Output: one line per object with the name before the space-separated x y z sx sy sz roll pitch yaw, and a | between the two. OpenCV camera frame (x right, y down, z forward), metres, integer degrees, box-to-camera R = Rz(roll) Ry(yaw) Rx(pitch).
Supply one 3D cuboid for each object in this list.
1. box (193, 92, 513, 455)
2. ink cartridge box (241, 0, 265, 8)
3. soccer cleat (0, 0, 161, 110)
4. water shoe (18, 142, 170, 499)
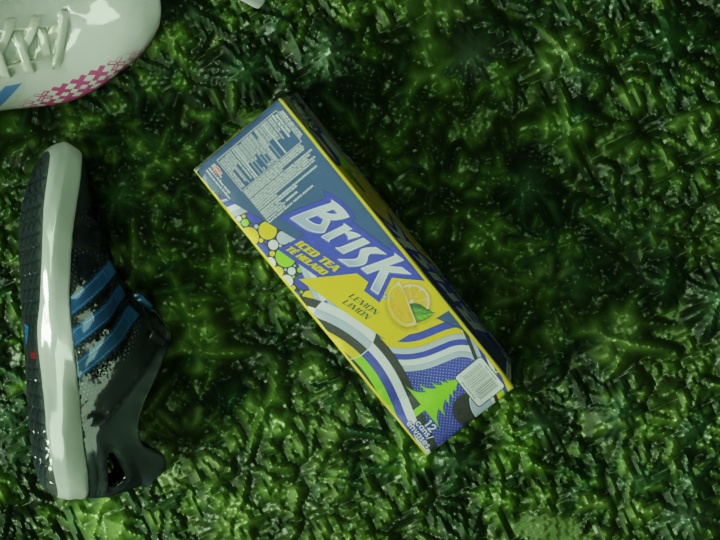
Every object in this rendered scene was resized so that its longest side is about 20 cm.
box | 0.000 0.000 0.857 0.064 0.070 0.200 -38 94 10
ink cartridge box | -0.100 -0.240 0.767 0.087 0.200 0.146 41 102 40
soccer cleat | -0.207 -0.116 0.849 0.199 0.086 0.070 -16 96 6
water shoe | -0.149 0.027 0.886 0.079 0.071 0.201 -3 97 -23
